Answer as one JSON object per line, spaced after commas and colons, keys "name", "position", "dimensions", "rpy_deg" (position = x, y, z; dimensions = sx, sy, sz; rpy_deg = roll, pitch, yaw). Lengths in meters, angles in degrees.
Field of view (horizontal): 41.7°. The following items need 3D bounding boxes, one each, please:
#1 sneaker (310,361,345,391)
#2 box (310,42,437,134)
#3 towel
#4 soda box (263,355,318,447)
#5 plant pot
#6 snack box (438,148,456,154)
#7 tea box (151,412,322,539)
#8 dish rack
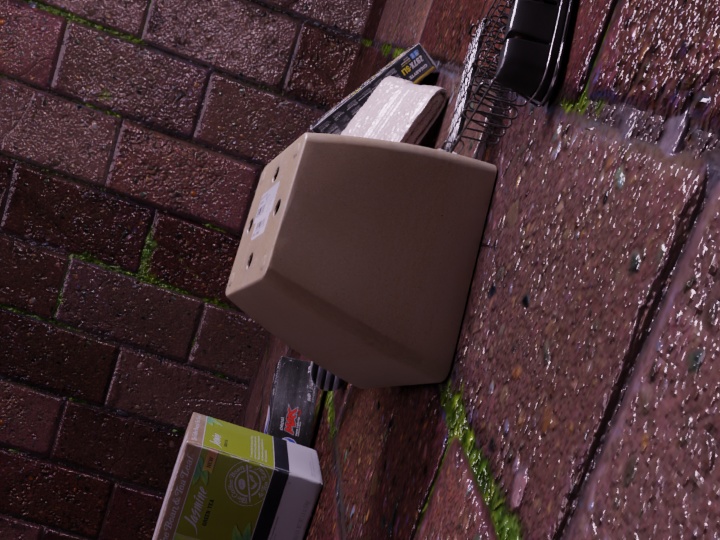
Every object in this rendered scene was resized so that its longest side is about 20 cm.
{"name": "sneaker", "position": [-0.032, 0.066, 1.337], "dimensions": [0.088, 0.073, 0.204], "rpy_deg": [153, 134, -86]}
{"name": "box", "position": [0.014, -0.254, 1.401], "dimensions": [0.199, 0.050, 0.160], "rpy_deg": [-38, 12, 3]}
{"name": "towel", "position": [0.017, -0.167, 1.231], "dimensions": [0.202, 0.034, 0.132], "rpy_deg": [-54, 38, -6]}
{"name": "soda box", "position": [-0.111, 0.240, 1.444], "dimensions": [0.063, 0.069, 0.205], "rpy_deg": [127, 153, -69]}
{"name": "plant pot", "position": [-0.014, -0.016, 0.881], "dimensions": [0.199, 0.174, 0.204], "rpy_deg": [-20, 52, 66]}
{"name": "snack box", "position": [0.074, -0.100, 1.110], "dimensions": [0.200, 0.024, 0.074], "rpy_deg": [-154, 80, -82]}
{"name": "tea box", "position": [-0.174, 0.333, 1.299], "dimensions": [0.134, 0.193, 0.204], "rpy_deg": [-125, 53, -80]}
{"name": "dish rack", "position": [0.127, -0.187, 0.841], "dimensions": [0.200, 0.053, 0.156], "rpy_deg": [123, 164, -69]}
